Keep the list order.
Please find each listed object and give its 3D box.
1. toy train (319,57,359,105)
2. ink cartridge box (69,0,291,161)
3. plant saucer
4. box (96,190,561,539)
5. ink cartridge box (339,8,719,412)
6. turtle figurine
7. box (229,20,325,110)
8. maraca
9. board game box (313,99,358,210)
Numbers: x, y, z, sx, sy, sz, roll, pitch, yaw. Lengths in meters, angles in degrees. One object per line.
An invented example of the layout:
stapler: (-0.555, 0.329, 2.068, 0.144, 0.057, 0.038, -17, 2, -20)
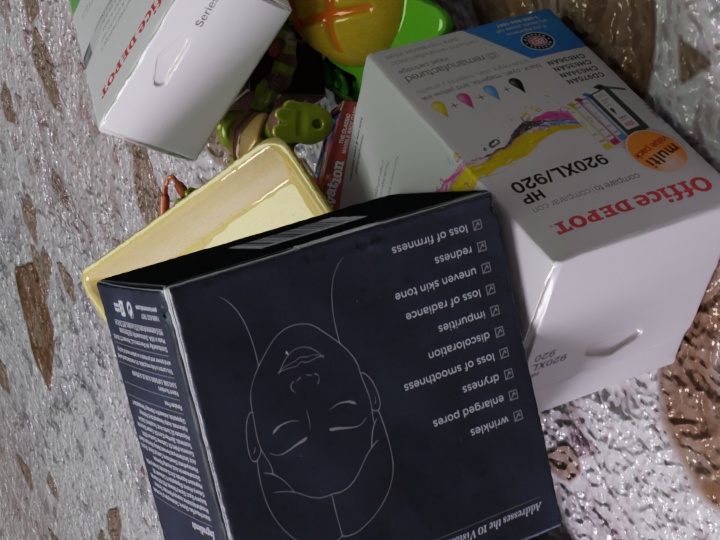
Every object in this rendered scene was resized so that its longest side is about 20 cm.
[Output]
toy train: (0.026, -0.122, 1.144, 0.200, 0.042, 0.056, 39, 154, 54)
ink cartridge box: (-0.138, -0.198, 1.104, 0.146, 0.084, 0.200, -53, 36, 27)
plant saucer: (-0.059, 0.034, 1.003, 0.200, 0.048, 0.200, -32, 94, 32)
box: (-0.016, 0.074, 0.837, 0.124, 0.200, 0.197, 2, 107, 64)
ink cartridge box: (0.103, -0.036, 0.931, 0.200, 0.147, 0.145, 52, 147, 34)
turtle figurine: (-0.075, -0.084, 1.087, 0.200, 0.064, 0.161, -60, 27, 3)
box: (-0.084, -0.224, 1.217, 0.100, 0.075, 0.200, -21, 70, 62)
maraca: (0.003, -0.199, 1.077, 0.200, 0.107, 0.137, 62, 143, 19)
board game box: (-0.022, -0.069, 1.101, 0.200, 0.019, 0.103, -135, 59, -85)
